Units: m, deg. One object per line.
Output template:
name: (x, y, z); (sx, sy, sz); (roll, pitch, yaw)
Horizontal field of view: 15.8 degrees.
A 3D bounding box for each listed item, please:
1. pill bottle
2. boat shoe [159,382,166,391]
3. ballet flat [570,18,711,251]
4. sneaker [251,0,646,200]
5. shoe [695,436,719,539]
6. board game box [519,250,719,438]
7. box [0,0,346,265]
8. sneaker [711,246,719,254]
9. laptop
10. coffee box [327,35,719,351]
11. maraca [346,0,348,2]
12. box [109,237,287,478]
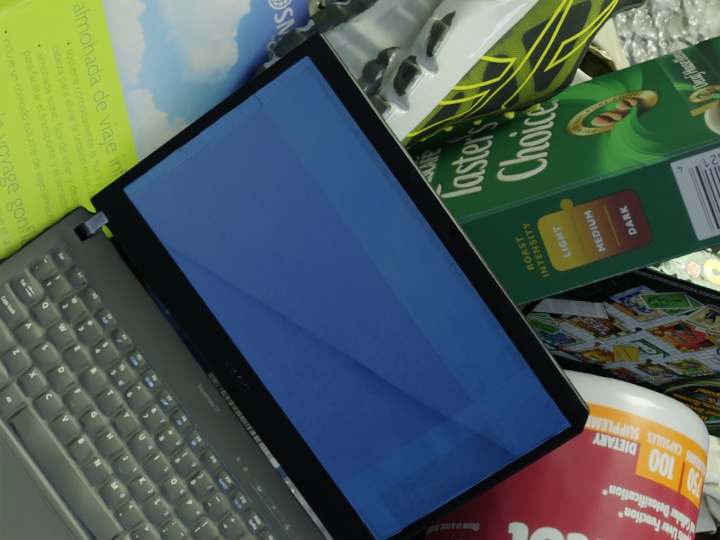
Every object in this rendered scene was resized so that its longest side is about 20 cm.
pill bottle: (0.076, 0.150, 1.086); (0.113, 0.113, 0.200); (22, 71, -31)
boat shoe: (-0.103, 0.110, 1.019); (0.067, 0.074, 0.200); (-11, 102, -30)
ballet flat: (0.107, -0.028, 1.095); (0.069, 0.069, 0.200); (-35, 111, -22)
sneaker: (0.038, -0.078, 1.000); (0.200, 0.075, 0.085); (-41, 135, 4)
shoe: (0.150, 0.134, 1.186); (0.070, 0.053, 0.200); (-7, 100, -30)
board game box: (0.160, 0.037, 1.094); (0.200, 0.105, 0.024); (18, 53, -19)
box: (-0.097, -0.075, 0.989); (0.200, 0.048, 0.122); (-30, 133, -24)
sneaker: (0.176, -0.069, 1.161); (0.088, 0.074, 0.200); (26, 87, -27)
laptop: (-0.053, 0.050, 0.934); (0.200, 0.103, 0.177); (-38, 94, -29)
coffee box: (0.091, -0.037, 0.993); (0.200, 0.123, 0.044); (-17, 110, 17)
maraca: (0.012, -0.183, 1.024); (0.137, 0.107, 0.200); (-29, 107, 1)
box: (0.000, 0.000, 1.089); (0.200, 0.032, 0.121); (-28, 110, -26)
